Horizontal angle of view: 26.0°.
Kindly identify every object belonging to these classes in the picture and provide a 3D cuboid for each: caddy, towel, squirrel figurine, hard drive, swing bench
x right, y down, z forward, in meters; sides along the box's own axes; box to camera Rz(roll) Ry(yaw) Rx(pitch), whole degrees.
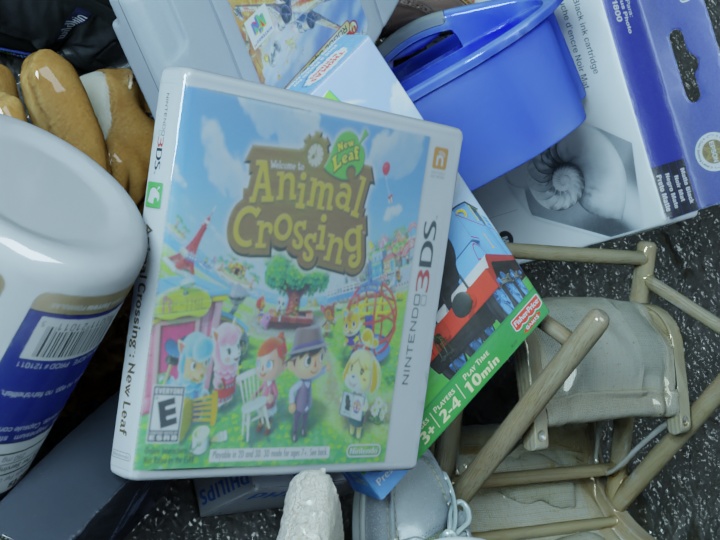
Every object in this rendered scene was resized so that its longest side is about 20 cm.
[{"bbox_3d":[0.055,-0.114,1.020,0.106,0.199,0.142,58,16,-13],"label":"caddy"},{"bbox_3d":[-0.029,0.203,0.793,0.034,0.201,0.134,4,54,6],"label":"towel"},{"bbox_3d":[-0.157,-0.019,0.835,0.186,0.140,0.202,-28,102,-57],"label":"squirrel figurine"},{"bbox_3d":[-0.148,0.130,0.745,0.042,0.135,0.200,37,44,5],"label":"hard drive"},{"bbox_3d":[0.139,0.092,1.013,0.197,0.202,0.129,3,24,-43],"label":"swing bench"}]

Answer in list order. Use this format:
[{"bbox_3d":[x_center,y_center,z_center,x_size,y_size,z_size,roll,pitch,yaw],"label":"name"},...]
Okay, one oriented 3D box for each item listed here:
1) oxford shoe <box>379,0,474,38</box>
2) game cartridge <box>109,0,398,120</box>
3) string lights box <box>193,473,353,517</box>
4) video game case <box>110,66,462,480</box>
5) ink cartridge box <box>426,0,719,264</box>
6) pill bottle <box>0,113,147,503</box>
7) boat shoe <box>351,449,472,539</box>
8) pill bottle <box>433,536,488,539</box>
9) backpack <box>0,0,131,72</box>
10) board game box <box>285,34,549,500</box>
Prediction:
[{"bbox_3d":[-0.014,-0.165,1.054,0.197,0.071,0.074,-1,75,-19],"label":"oxford shoe"},{"bbox_3d":[-0.046,-0.148,0.845,0.200,0.041,0.134,-51,132,-33],"label":"game cartridge"},{"bbox_3d":[-0.061,0.037,0.924,0.102,0.059,0.202,2,68,-43],"label":"string lights box"},{"bbox_3d":[-0.029,0.008,0.759,0.199,0.022,0.185,6,93,-48],"label":"video game case"},{"bbox_3d":[0.154,-0.118,1.084,0.040,0.198,0.202,-18,90,-58],"label":"ink cartridge box"},{"bbox_3d":[-0.186,0.040,0.690,0.115,0.201,0.116,28,23,-13],"label":"pill bottle"},{"bbox_3d":[0.048,0.193,0.903,0.074,0.064,0.205,-16,98,-41],"label":"boat shoe"},{"bbox_3d":[0.065,0.193,0.774,0.199,0.111,0.114,27,49,-56],"label":"pill bottle"},{"bbox_3d":[-0.196,-0.214,0.851,0.198,0.184,0.148,2,44,-39],"label":"backpack"},{"bbox_3d":[0.000,0.000,0.841,0.151,0.036,0.201,-46,117,-18],"label":"board game box"}]
